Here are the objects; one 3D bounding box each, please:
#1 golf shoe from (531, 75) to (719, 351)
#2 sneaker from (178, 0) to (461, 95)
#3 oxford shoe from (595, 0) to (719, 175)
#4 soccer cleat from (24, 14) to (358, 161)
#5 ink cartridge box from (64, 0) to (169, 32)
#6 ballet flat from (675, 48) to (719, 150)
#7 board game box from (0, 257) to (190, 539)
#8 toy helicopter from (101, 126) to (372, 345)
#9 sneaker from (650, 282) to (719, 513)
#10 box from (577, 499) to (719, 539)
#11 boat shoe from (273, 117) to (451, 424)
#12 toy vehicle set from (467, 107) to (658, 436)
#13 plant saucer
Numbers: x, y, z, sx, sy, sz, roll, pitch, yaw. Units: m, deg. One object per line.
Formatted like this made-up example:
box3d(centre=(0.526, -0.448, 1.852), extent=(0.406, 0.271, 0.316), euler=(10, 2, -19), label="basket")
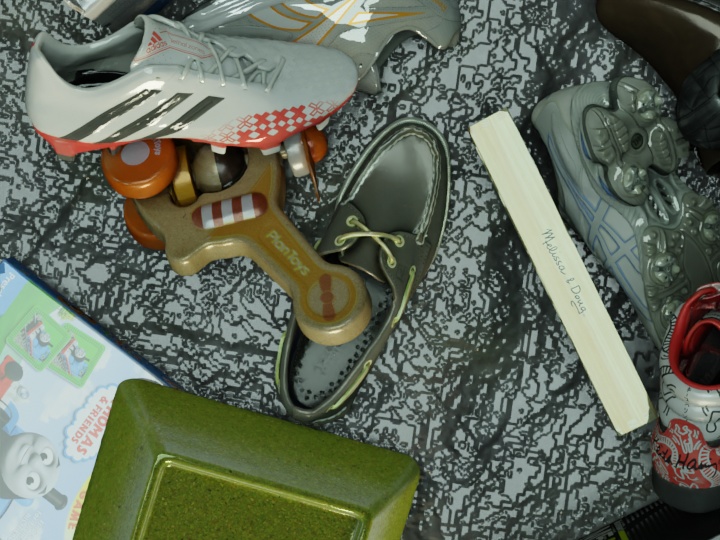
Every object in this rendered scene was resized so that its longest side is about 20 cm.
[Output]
box3d(centre=(0.169, -0.029, 1.415), extent=(0.078, 0.097, 0.201), euler=(-34, 113, -27), label="golf shoe")
box3d(centre=(-0.030, -0.142, 1.419), extent=(0.198, 0.076, 0.093), euler=(-21, 94, 4), label="sneaker")
box3d(centre=(0.218, -0.107, 1.394), extent=(0.199, 0.073, 0.085), euler=(36, 68, 4), label="oxford shoe")
box3d(centre=(-0.100, -0.114, 1.354), extent=(0.198, 0.086, 0.069), euler=(-5, 49, -2), label="soccer cleat")
box3d(centre=(-0.165, -0.209, 1.360), extent=(0.067, 0.200, 0.116), euler=(-39, 89, 3), label="ink cartridge box")
box3d(centre=(0.267, -0.132, 1.350), extent=(0.199, 0.057, 0.067), euler=(-37, 94, -20), label="ballet flat")
box3d(centre=(-0.186, 0.112, 1.447), extent=(0.199, 0.037, 0.152), euler=(36, 92, 1), label="board game box")
box3d(centre=(-0.055, -0.034, 1.393), extent=(0.132, 0.079, 0.200), euler=(-37, 61, -13), label="toy helicopter")
box3d(centre=(0.227, 0.038, 1.334), extent=(0.067, 0.109, 0.202), euler=(19, 48, 23), label="sneaker")
box3d(centre=(0.146, 0.186, 1.349), extent=(0.192, 0.200, 0.048), euler=(-28, 91, 4), label="box")
box3d(centre=(0.003, 0.001, 1.423), extent=(0.072, 0.060, 0.203), euler=(24, 92, 2), label="boat shoe")
box3d(centre=(0.120, 0.001, 1.385), extent=(0.026, 0.124, 0.201), euler=(-26, 90, 4), label="toy vehicle set")
box3d(centre=(-0.079, 0.189, 1.410), extent=(0.198, 0.048, 0.201), euler=(16, 95, -10), label="plant saucer")
